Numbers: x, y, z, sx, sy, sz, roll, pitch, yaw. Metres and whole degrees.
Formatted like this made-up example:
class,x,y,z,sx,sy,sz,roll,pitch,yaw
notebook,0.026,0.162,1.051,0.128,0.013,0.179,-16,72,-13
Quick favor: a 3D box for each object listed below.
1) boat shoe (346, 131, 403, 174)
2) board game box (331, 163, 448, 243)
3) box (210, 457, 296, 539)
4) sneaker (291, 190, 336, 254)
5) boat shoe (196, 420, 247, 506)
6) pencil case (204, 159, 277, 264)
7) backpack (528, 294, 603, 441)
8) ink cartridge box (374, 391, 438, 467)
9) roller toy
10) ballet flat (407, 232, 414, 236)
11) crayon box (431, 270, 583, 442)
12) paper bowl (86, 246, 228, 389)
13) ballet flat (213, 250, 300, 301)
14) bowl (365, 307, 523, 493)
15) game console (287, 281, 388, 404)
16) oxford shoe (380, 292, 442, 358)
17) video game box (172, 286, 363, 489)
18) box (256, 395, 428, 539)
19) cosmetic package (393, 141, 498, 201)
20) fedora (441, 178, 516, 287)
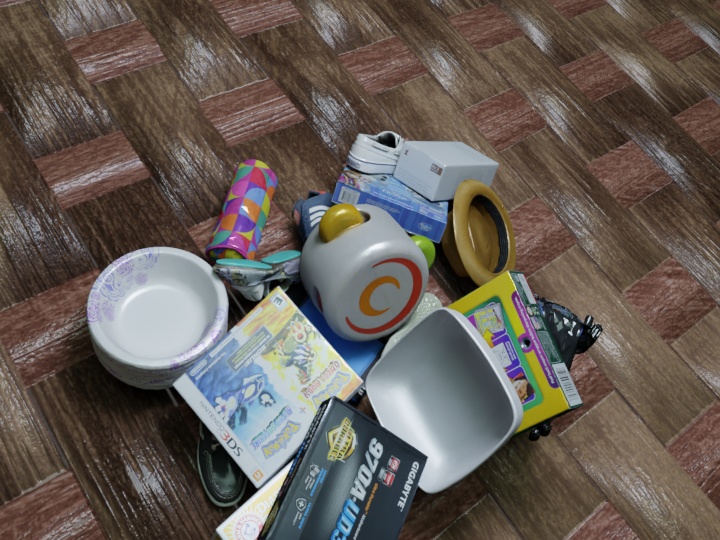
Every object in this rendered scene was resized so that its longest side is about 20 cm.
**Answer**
class,x,y,z,sx,sy,sz,roll,pitch,yaw
boat shoe,0.049,-0.218,1.317,0.071,0.067,0.197,36,27,32
board game box,0.060,-0.137,1.296,0.195,0.044,0.200,21,24,-2
box,-0.089,0.327,0.958,0.199,0.102,0.113,-37,77,-32
sneaker,-0.085,-0.073,1.233,0.083,0.076,0.201,22,32,0
boat shoe,-0.192,0.223,1.028,0.072,0.061,0.204,3,56,-13
pencil case,-0.197,-0.091,1.225,0.086,0.089,0.204,16,53,-4
backpack,0.261,0.128,1.139,0.151,0.190,0.204,27,98,7
ink cartridge box,0.127,0.214,1.119,0.198,0.068,0.117,-33,70,-31
roller toy,0.000,0.000,1.125,0.197,0.185,0.140,11,27,-39
ballet flat,0.065,-0.055,1.283,0.073,0.064,0.204,9,55,-8
crayon box,0.191,0.132,1.034,0.058,0.171,0.204,4,59,-52
paper bowl,-0.292,0.076,1.066,0.195,0.105,0.205,6,53,-8
ballet flat,-0.153,0.011,1.140,0.072,0.072,0.199,47,26,17
bowl,0.121,0.176,1.003,0.074,0.200,0.202,5,47,-51
game console,-0.053,0.099,1.121,0.198,0.171,0.120,34,81,9
oxford shoe,0.078,0.119,1.168,0.075,0.058,0.202,37,46,-7
video game box,-0.125,0.157,0.995,0.200,0.047,0.182,-43,81,-12
box,-0.019,0.286,0.911,0.157,0.046,0.203,34,60,-10
cosmetic package,0.159,-0.183,1.333,0.101,0.076,0.198,36,29,31
fedora,0.199,-0.056,1.293,0.198,0.081,0.206,18,63,-40
